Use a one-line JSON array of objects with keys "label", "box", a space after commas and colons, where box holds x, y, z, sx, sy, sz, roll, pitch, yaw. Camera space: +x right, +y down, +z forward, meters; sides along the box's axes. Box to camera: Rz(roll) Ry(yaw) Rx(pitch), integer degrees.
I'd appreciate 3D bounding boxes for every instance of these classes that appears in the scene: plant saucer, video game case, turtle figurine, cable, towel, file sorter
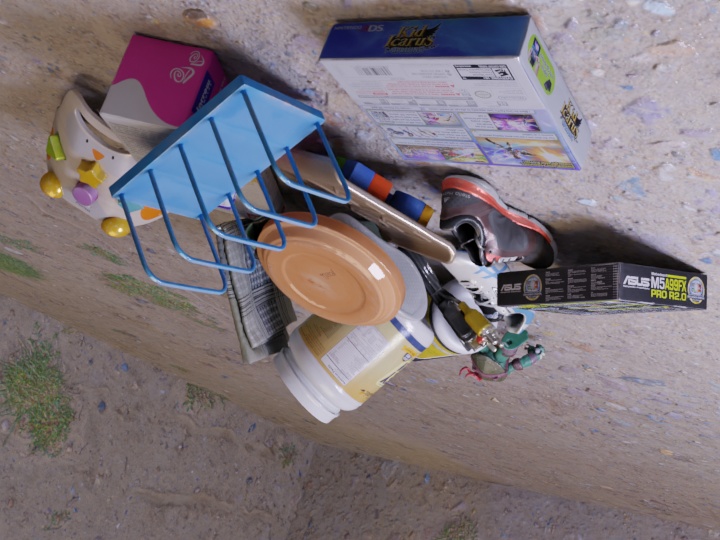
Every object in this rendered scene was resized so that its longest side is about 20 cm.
[{"label": "plant saucer", "box": [-0.041, 0.006, 1.221, 0.199, 0.032, 0.201, 19, 147, 13]}, {"label": "video game case", "box": [0.090, -0.159, 0.897, 0.199, 0.046, 0.181, 8, 159, 33]}, {"label": "turtle figurine", "box": [0.224, 0.132, 1.600, 0.149, 0.101, 0.200, 14, 157, 14]}, {"label": "cable", "box": [0.126, 0.038, 1.369, 0.201, 0.050, 0.097, 56, 175, 15]}, {"label": "towel", "box": [-0.144, 0.024, 1.393, 0.034, 0.202, 0.193, -11, -177, 13]}, {"label": "file sorter", "box": [-0.132, -0.078, 1.015, 0.199, 0.123, 0.138, -34, 155, 25]}]

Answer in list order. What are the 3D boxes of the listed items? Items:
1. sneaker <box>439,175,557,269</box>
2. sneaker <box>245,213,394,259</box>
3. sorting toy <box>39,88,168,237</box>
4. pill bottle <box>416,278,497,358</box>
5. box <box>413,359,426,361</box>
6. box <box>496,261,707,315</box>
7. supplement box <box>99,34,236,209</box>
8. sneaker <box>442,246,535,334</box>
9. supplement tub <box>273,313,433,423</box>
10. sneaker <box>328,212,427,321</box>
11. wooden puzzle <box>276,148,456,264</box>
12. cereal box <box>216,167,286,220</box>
[{"label": "sneaker", "box": [0.155, -0.035, 1.156, 0.199, 0.082, 0.077, 31, 159, -35]}, {"label": "sneaker", "box": [-0.059, -0.040, 1.327, 0.199, 0.074, 0.118, -5, 163, 25]}, {"label": "sorting toy", "box": [-0.328, -0.150, 1.259, 0.199, 0.107, 0.180, 32, 147, -3]}, {"label": "pill bottle", "box": [0.115, 0.078, 1.505, 0.111, 0.113, 0.200, 25, 162, -21]}, {"label": "box", "box": [0.058, 0.104, 1.770, 0.199, 0.044, 0.160, 25, 162, -21]}, {"label": "box", "box": [0.289, 0.025, 1.186, 0.159, 0.045, 0.199, 7, 172, -33]}, {"label": "supplement box", "box": [-0.199, -0.162, 1.104, 0.103, 0.102, 0.200, 14, 163, 14]}, {"label": "sneaker", "box": [0.177, 0.025, 1.345, 0.200, 0.073, 0.072, 34, 160, -37]}, {"label": "supplement tub", "box": [-0.011, 0.105, 1.382, 0.145, 0.200, 0.144, 49, -175, -6]}, {"label": "sneaker", "box": [0.000, 0.000, 1.280, 0.200, 0.071, 0.099, 41, 151, -28]}, {"label": "wooden puzzle", "box": [0.007, -0.089, 1.157, 0.199, 0.046, 0.185, 34, 175, -29]}, {"label": "cereal box", "box": [-0.185, -0.126, 1.309, 0.143, 0.040, 0.200, 16, 164, 10]}]
